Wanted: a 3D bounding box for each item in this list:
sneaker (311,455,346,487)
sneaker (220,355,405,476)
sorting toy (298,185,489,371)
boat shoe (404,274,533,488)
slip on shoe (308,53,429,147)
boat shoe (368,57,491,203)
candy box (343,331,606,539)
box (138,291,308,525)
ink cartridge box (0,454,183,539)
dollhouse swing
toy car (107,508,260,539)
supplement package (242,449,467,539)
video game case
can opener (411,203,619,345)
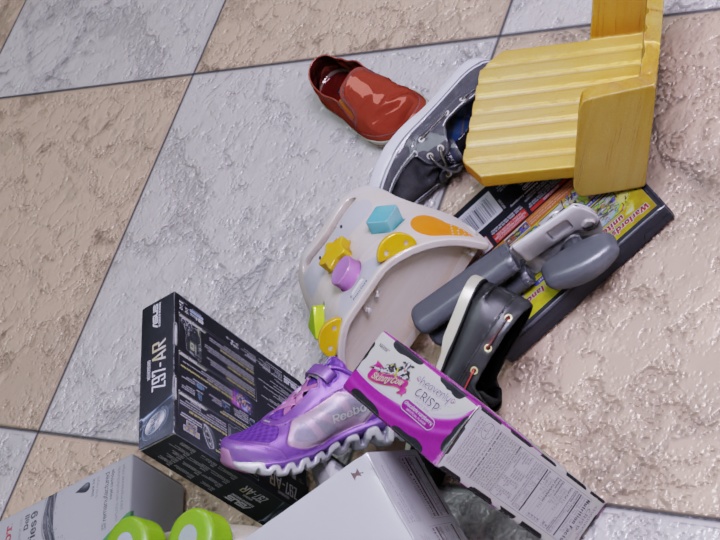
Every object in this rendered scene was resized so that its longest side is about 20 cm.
[{"bbox_3d":[-0.016,0.249,1.362,0.082,0.075,0.201,-36,43,14],"label":"sneaker"},{"bbox_3d":[-0.039,0.126,1.386,0.198,0.090,0.080,-15,15,-26],"label":"sneaker"},{"bbox_3d":[0.000,0.000,1.492,0.201,0.106,0.180,-55,34,11],"label":"sorting toy"},{"bbox_3d":[0.092,0.108,1.350,0.063,0.074,0.203,24,101,18],"label":"boat shoe"},{"bbox_3d":[0.006,-0.189,1.678,0.074,0.061,0.200,-52,42,-4],"label":"slip on shoe"},{"bbox_3d":[0.088,-0.129,1.559,0.200,0.070,0.066,-49,38,-9],"label":"boat shoe"},{"bbox_3d":[0.095,0.142,1.244,0.061,0.200,0.136,-52,42,-2],"label":"candy box"},{"bbox_3d":[-0.127,0.136,1.453,0.043,0.200,0.161,-27,46,25],"label":"box"},{"bbox_3d":[-0.281,0.299,1.562,0.199,0.084,0.147,-28,45,25],"label":"ink cartridge box"},{"bbox_3d":[0.186,-0.191,1.411,0.174,0.183,0.202,6,53,10],"label":"dollhouse swing"},{"bbox_3d":[-0.134,0.331,1.357,0.157,0.164,0.202,-12,63,36],"label":"toy car"},{"bbox_3d":[0.015,0.270,1.228,0.155,0.111,0.201,-36,72,16],"label":"supplement package"},{"bbox_3d":[0.172,-0.038,1.440,0.200,0.025,0.181,-42,41,9],"label":"video game case"},{"bbox_3d":[0.136,0.008,1.379,0.199,0.053,0.067,-32,45,21],"label":"can opener"}]
